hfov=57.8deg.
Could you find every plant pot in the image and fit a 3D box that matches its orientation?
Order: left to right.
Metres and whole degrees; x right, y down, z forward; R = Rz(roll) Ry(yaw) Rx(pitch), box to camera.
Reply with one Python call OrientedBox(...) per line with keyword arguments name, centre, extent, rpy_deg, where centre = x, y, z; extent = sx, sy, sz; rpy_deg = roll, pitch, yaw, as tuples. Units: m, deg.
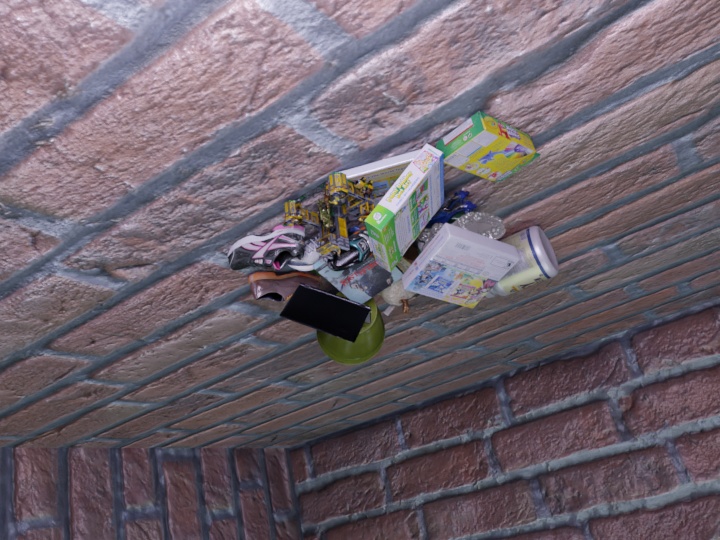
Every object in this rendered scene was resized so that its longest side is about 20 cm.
OrientedBox(name="plant pot", centre=(-0.024, 0.140, 1.797), extent=(0.199, 0.202, 0.193), rpy_deg=(-10, 160, -7))

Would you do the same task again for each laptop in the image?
OrientedBox(name="laptop", centre=(-0.080, 0.118, 1.593), extent=(0.186, 0.116, 0.200), rpy_deg=(19, 161, 8))

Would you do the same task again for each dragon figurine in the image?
OrientedBox(name="dragon figurine", centre=(0.161, -0.128, 1.473), extent=(0.199, 0.059, 0.100), rpy_deg=(-13, 155, -13))

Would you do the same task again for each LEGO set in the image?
OrientedBox(name="LEGO set", centre=(-0.056, -0.096, 1.308), extent=(0.199, 0.117, 0.153), rpy_deg=(-21, 154, 29))

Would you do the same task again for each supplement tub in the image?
OrientedBox(name="supplement tub", centre=(0.412, -0.019, 1.753), extent=(0.199, 0.146, 0.145), rpy_deg=(-25, 154, 26))

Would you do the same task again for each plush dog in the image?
OrientedBox(name="plush dog", centre=(0.067, 0.008, 1.663), extent=(0.199, 0.161, 0.172), rpy_deg=(-29, 126, 28))

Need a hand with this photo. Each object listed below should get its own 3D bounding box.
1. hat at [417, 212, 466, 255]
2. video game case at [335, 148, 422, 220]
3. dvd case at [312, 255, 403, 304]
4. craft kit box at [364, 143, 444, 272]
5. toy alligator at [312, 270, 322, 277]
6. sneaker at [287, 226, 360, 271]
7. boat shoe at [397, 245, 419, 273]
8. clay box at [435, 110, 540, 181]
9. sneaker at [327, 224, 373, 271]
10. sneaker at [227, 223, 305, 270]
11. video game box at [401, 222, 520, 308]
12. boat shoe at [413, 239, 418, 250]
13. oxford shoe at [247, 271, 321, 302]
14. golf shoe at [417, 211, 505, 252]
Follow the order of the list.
OrientedBox(name="hat", centre=(0.246, -0.042, 1.612), extent=(0.198, 0.167, 0.176), rpy_deg=(-2, 168, 8))
OrientedBox(name="video game case", centre=(0.054, -0.176, 1.359), extent=(0.199, 0.023, 0.182), rpy_deg=(-14, 157, 5))
OrientedBox(name="dvd case", centre=(0.000, 0.000, 1.536), extent=(0.146, 0.022, 0.200), rpy_deg=(-33, 138, 12))
OrientedBox(name="craft kit box", centre=(0.093, -0.117, 1.282), extent=(0.198, 0.048, 0.200), rpy_deg=(-54, 161, -15))
OrientedBox(name="toy alligator", centre=(-0.076, -0.006, 1.644), extent=(0.054, 0.059, 0.200), rpy_deg=(-59, 147, 2))
OrientedBox(name="sneaker", centre=(-0.083, -0.063, 1.499), extent=(0.199, 0.077, 0.085), rpy_deg=(-15, 148, -14))
OrientedBox(name="boat shoe", centre=(0.094, -0.037, 1.542), extent=(0.062, 0.074, 0.200), rpy_deg=(-17, 131, 35))
OrientedBox(name="clay box", centre=(0.256, -0.238, 1.289), extent=(0.199, 0.048, 0.115), rpy_deg=(9, 149, -44))
OrientedBox(name="sneaker", centre=(0.015, -0.060, 1.404), extent=(0.200, 0.072, 0.080), rpy_deg=(-37, -171, 4))
OrientedBox(name="sneaker", centre=(-0.210, -0.035, 1.453), extent=(0.199, 0.087, 0.080), rpy_deg=(-23, 153, 24))
OrientedBox(name="video game box", centre=(0.221, -0.005, 1.448), extent=(0.199, 0.047, 0.183), rpy_deg=(16, 129, -27))
OrientedBox(name="boat shoe", centre=(0.160, -0.061, 1.606), extent=(0.072, 0.071, 0.199), rpy_deg=(-28, 147, 34))
OrientedBox(name="oxford shoe", centre=(-0.190, 0.049, 1.673), extent=(0.199, 0.073, 0.071), rpy_deg=(0, 154, -29))
OrientedBox(name="golf shoe", centre=(0.227, -0.077, 1.483), extent=(0.199, 0.079, 0.097), rpy_deg=(-10, 163, 0))
